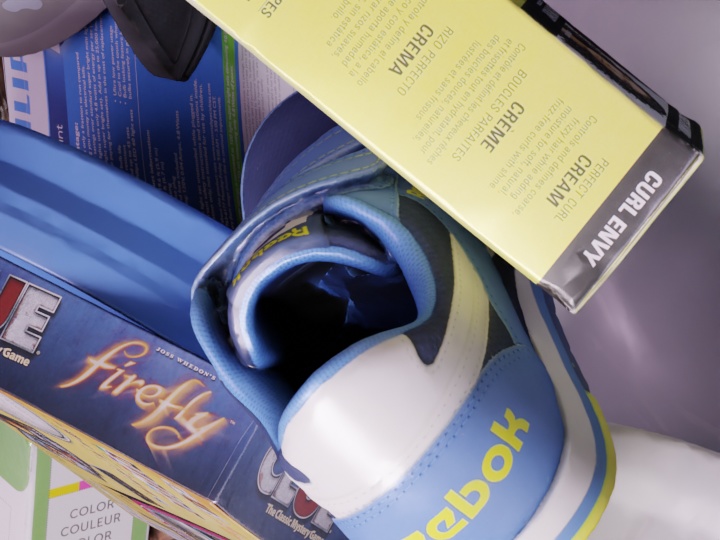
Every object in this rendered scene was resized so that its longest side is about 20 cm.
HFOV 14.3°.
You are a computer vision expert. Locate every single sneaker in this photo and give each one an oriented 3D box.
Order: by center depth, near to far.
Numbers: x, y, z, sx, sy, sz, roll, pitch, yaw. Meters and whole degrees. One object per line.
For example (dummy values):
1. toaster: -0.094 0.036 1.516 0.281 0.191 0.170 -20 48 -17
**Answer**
1. sneaker: 0.000 0.000 0.713 0.074 0.082 0.200 -48 31 14

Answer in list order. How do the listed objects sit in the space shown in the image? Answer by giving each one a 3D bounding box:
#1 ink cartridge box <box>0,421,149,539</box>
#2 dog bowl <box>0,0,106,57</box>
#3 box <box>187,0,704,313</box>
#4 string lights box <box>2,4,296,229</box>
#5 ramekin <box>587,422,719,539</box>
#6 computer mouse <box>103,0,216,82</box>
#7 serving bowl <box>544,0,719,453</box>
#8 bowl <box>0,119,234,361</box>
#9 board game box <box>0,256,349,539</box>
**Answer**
1. ink cartridge box: -0.131 0.077 1.103 0.104 0.059 0.201 35 129 44
2. dog bowl: -0.122 -0.174 0.939 0.199 0.058 0.202 -14 71 48
3. box: -0.011 -0.074 0.670 0.200 0.075 0.050 39 100 1
4. string lights box: -0.044 -0.059 0.930 0.199 0.059 0.103 16 115 51
5. ramekin: 0.075 0.141 0.729 0.200 0.098 0.201 27 148 19
6. computer mouse: -0.075 -0.130 0.788 0.141 0.046 0.201 -95 -19 -62
7. serving bowl: 0.088 -0.016 0.756 0.200 0.066 0.201 26 124 48
8. bowl: -0.055 0.015 0.885 0.200 0.200 0.040 18 74 51
9. board game box: -0.050 0.057 0.863 0.135 0.200 0.035 25 79 27
